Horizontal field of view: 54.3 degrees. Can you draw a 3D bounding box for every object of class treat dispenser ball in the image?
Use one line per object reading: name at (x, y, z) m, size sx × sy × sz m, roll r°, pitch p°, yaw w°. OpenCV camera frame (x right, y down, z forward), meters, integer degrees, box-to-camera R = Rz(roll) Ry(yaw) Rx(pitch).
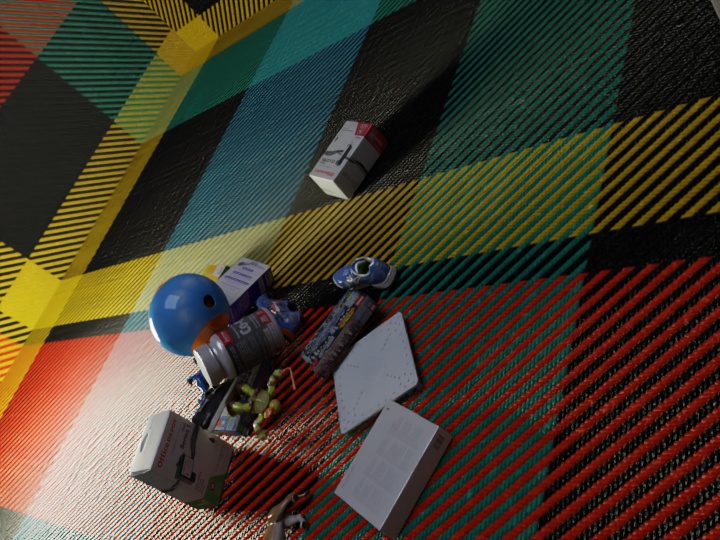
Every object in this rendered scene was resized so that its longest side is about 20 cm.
treat dispenser ball at (-0.421, 0.109, 1.729) m, size 0.199 × 0.200 × 0.204 m, roll -30°, pitch 38°, yaw 27°

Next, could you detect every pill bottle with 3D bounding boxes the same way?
pill bottle at (-0.287, 0.183, 1.669) m, size 0.197 × 0.116 × 0.113 m, roll -28°, pitch 28°, yaw -21°

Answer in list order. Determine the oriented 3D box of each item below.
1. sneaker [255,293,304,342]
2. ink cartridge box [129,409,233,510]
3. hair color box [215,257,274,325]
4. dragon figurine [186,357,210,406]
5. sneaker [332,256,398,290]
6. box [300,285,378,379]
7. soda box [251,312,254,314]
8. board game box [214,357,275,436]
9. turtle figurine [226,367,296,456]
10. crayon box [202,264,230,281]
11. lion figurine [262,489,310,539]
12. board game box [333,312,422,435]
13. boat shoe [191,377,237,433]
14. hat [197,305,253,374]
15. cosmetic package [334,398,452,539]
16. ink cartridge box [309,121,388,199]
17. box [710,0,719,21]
sneaker at (-0.199, 0.108, 1.788) m, size 0.078 × 0.076 × 0.199 m, roll -44°, pitch 41°, yaw -8°
ink cartridge box at (-0.399, 0.427, 1.584) m, size 0.083 × 0.199 × 0.148 m, roll -22°, pitch 43°, yaw 35°
hair color box at (-0.337, 0.056, 1.907) m, size 0.107 × 0.066 × 0.200 m, roll 16°, pitch 47°, yaw 30°
dragon figurine at (-0.378, 0.253, 1.779) m, size 0.098 × 0.059 × 0.204 m, roll -3°, pitch 58°, yaw 31°
sneaker at (0.000, 0.000, 1.639) m, size 0.198 × 0.077 × 0.077 m, roll -8°, pitch 52°, yaw 47°
box at (-0.050, 0.135, 1.574) m, size 0.201 × 0.040 × 0.137 m, roll -54°, pitch 19°, yaw -5°
soda box at (-0.324, 0.191, 1.843) m, size 0.198 × 0.070 × 0.064 m, roll -31°, pitch 40°, yaw 26°
board game box at (-0.296, 0.306, 1.729) m, size 0.134 × 0.034 × 0.203 m, roll -10°, pitch 50°, yaw 44°
turtle figurine at (-0.235, 0.310, 1.596) m, size 0.159 × 0.064 × 0.204 m, roll -1°, pitch 68°, yaw 39°
crayon box at (-0.462, 0.081, 2.122) m, size 0.118 × 0.058 × 0.203 m, roll 1°, pitch 59°, yaw 50°
lion figurine at (-0.169, 0.519, 1.358) m, size 0.122 × 0.072 × 0.202 m, roll -27°, pitch 24°, yaw 46°
board game box at (0.031, 0.212, 1.444) m, size 0.199 × 0.026 × 0.202 m, roll -37°, pitch 36°, yaw 20°
boat shoe at (-0.342, 0.302, 1.652) m, size 0.075 × 0.059 × 0.201 m, roll -60°, pitch 7°, yaw 29°
hat at (-0.383, 0.167, 1.985) m, size 0.195 × 0.180 × 0.166 m, roll -11°, pitch 31°, yaw -11°
cosmetic package at (0.057, 0.349, 1.258) m, size 0.150 × 0.052 × 0.202 m, roll 18°, pitch 72°, yaw 53°
ink cartridge box at (-0.034, -0.312, 1.975) m, size 0.202 × 0.083 × 0.143 m, roll -57°, pitch 35°, yaw -9°
box at (0.704, -0.502, 1.196) m, size 0.106 × 0.183 × 0.200 m, roll -51°, pitch 34°, yaw -1°
